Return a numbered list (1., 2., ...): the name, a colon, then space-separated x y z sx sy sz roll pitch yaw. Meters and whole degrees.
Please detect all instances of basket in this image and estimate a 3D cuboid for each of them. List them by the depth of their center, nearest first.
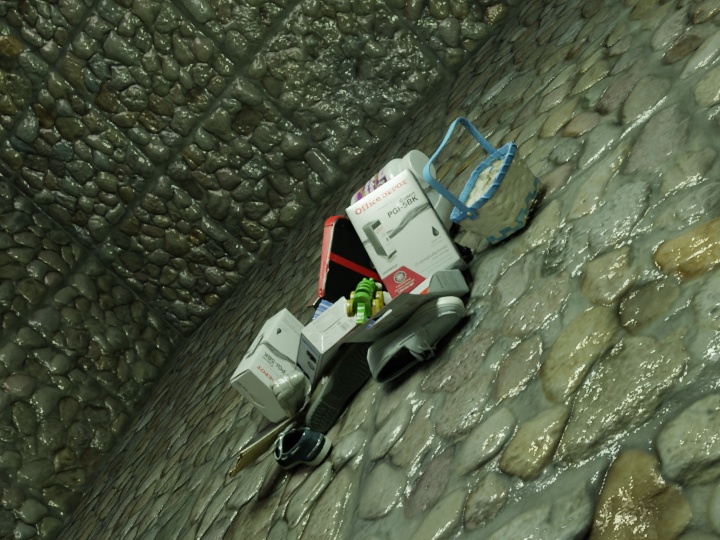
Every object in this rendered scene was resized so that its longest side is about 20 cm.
1. basket: 0.213 -0.158 1.362 0.139 0.200 0.177 -30 20 52

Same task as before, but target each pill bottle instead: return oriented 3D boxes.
1. pill bottle: 0.075 -0.179 1.716 0.199 0.112 0.113 -39 15 39

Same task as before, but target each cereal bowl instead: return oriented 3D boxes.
1. cereal bowl: 0.134 -0.079 1.666 0.200 0.083 0.200 -45 12 12

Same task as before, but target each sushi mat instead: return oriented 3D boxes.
1. sushi mat: -0.163 0.314 1.429 0.199 0.012 0.096 -30 -20 -43

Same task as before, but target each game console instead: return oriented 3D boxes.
1. game console: 0.000 0.000 1.506 0.031 0.198 0.180 -13 62 45

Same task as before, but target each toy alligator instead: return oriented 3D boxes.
1. toy alligator: 0.013 0.039 1.389 0.058 0.055 0.200 -1 20 11

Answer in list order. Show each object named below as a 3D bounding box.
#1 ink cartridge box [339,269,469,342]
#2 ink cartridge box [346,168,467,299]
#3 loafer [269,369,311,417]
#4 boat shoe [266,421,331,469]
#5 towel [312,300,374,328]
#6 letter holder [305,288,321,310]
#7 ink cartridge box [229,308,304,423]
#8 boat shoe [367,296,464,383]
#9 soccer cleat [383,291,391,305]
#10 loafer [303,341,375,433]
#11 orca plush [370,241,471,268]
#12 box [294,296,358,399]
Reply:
1. ink cartridge box: 0.070 0.061 1.291 0.198 0.048 0.160 0 -33 -49
2. ink cartridge box: 0.082 -0.059 1.403 0.145 0.202 0.083 -32 -18 9
3. loafer: -0.124 0.232 1.446 0.069 0.071 0.200 -28 -13 -9
4. boat shoe: -0.120 0.317 1.381 0.075 0.062 0.199 -55 14 -23
5. towel: 0.004 0.051 1.578 0.024 0.142 0.202 100 -166 -53
6. letter holder: -0.038 0.043 1.846 0.201 0.100 0.142 -51 11 -15
7. ink cartridge box: -0.178 0.211 1.702 0.082 0.147 0.201 -33 20 39
8. boat shoe: 0.095 0.122 1.263 0.200 0.070 0.072 -37 39 23
9. soccer cleat: 0.113 0.001 1.508 0.201 0.077 0.069 -54 14 -27
10. loafer: -0.045 0.203 1.421 0.201 0.075 0.069 -51 27 -13
11. orca plush: 0.109 -0.049 1.462 0.196 0.072 0.106 2 35 27
12. box: -0.064 0.152 1.457 0.116 0.060 0.201 -39 -20 -28
